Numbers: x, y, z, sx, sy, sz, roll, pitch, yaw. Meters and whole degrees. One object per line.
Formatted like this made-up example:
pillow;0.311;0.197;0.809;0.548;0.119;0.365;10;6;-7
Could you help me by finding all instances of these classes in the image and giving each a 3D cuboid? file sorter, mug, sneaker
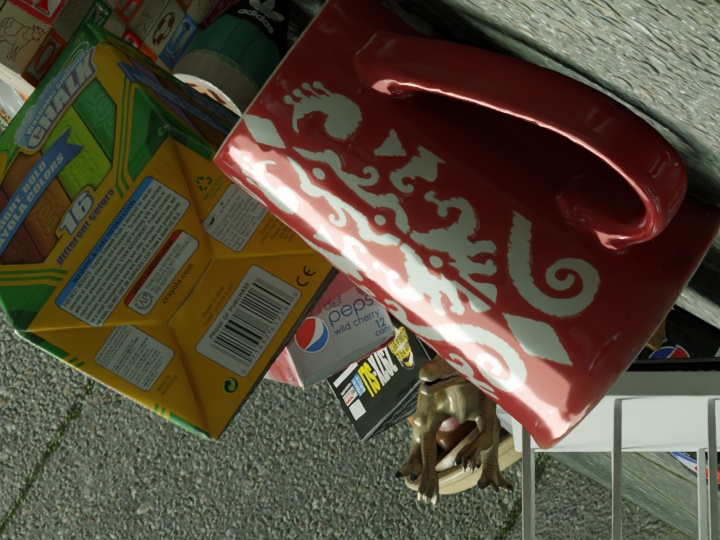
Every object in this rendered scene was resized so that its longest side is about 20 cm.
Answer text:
file sorter;0.176;0.125;1.462;0.199;0.125;0.139;0;164;5
mug;0.055;-0.047;1.282;0.200;0.178;0.134;37;-147;-1
sneaker;-0.071;-0.080;1.574;0.071;0.080;0.200;33;154;4

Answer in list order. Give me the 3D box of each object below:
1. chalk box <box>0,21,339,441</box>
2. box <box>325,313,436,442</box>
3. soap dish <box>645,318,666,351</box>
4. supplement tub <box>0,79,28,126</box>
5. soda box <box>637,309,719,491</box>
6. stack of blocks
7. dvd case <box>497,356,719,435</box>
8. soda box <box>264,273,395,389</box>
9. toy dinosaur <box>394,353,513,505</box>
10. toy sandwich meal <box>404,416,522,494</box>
chalk box;-0.112;-0.030;1.417;0.124;0.125;0.200;32;-172;-30
box;0.000;0.000;1.644;0.160;0.049;0.200;59;162;8
soap dish;0.060;-0.033;1.470;0.200;0.081;0.157;33;177;-12
supplement tub;-0.178;-0.136;1.810;0.122;0.123;0.200;33;176;-7
soda box;0.221;0.090;1.812;0.063;0.071;0.200;29;175;29
stack of blocks;-0.141;-0.138;1.518;0.058;0.115;0.200;31;177;16
dvd case;0.171;0.070;1.562;0.199;0.025;0.150;-1;169;11
soda box;-0.048;0.016;1.612;0.070;0.063;0.200;67;164;-10
toy dinosaur;0.050;0.056;1.422;0.058;0.102;0.200;4;-171;-2
toy sandwich meal;0.089;0.062;1.845;0.070;0.205;0.205;50;173;-9
